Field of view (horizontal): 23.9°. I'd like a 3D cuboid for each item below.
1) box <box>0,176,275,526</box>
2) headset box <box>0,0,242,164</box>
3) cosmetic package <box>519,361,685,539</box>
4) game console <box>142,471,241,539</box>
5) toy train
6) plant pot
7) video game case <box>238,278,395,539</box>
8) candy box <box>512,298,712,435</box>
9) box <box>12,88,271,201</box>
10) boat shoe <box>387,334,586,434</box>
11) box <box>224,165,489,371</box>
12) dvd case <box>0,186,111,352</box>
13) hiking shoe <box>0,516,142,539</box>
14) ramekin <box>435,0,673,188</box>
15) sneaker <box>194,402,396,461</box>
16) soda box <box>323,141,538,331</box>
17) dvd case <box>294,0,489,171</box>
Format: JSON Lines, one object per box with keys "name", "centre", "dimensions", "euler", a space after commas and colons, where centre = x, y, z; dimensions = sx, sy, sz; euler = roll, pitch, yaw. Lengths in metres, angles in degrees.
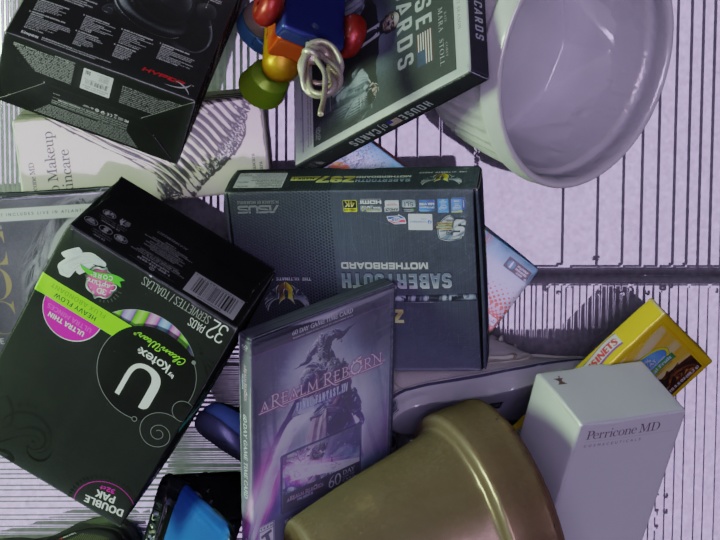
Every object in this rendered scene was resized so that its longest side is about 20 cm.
{"name": "box", "centre": [-0.183, 0.061, 1.298], "dimensions": [0.148, 0.124, 0.200], "euler": [32, 113, -1]}
{"name": "headset box", "centre": [-0.176, -0.197, 1.314], "dimensions": [0.148, 0.200, 0.077], "euler": [19, 138, -5]}
{"name": "cosmetic package", "centre": [0.177, 0.176, 1.359], "dimensions": [0.101, 0.071, 0.200], "euler": [-5, 124, -25]}
{"name": "game console", "centre": [-0.125, 0.272, 1.346], "dimensions": [0.118, 0.171, 0.201], "euler": [21, 96, 29]}
{"name": "toy train", "centre": [-0.056, -0.161, 1.282], "dimensions": [0.084, 0.116, 0.200], "euler": [18, 50, -21]}
{"name": "plant pot", "centre": [0.039, 0.214, 1.291], "dimensions": [0.174, 0.200, 0.201], "euler": [-15, 97, -17]}
{"name": "video game case", "centre": [-0.032, 0.117, 1.302], "dimensions": [0.143, 0.019, 0.201], "euler": [-20, 123, -37]}
{"name": "candy box", "centre": [0.190, 0.117, 1.393], "dimensions": [0.200, 0.026, 0.102], "euler": [-44, 135, 7]}
{"name": "box", "centre": [-0.173, -0.097, 1.368], "dimensions": [0.199, 0.068, 0.082], "euler": [-7, 103, -2]}
{"name": "boat shoe", "centre": [0.109, 0.084, 1.400], "dimensions": [0.199, 0.071, 0.070], "euler": [-8, 58, -16]}
{"name": "box", "centre": [0.000, 0.000, 1.336], "dimensions": [0.199, 0.051, 0.158], "euler": [1, 116, 9]}
{"name": "dvd case", "centre": [-0.262, 0.029, 1.372], "dimensions": [0.148, 0.016, 0.201], "euler": [-3, 117, -1]}
{"name": "hiking shoe", "centre": [-0.277, 0.256, 1.388], "dimensions": [0.199, 0.101, 0.076], "euler": [-22, 95, 0]}
{"name": "ramekin", "centre": [0.140, -0.174, 1.318], "dimensions": [0.200, 0.105, 0.201], "euler": [-19, 121, -37]}
{"name": "sneaker", "centre": [-0.049, 0.132, 1.371], "dimensions": [0.200, 0.074, 0.082], "euler": [25, 90, -42]}
{"name": "soda box", "centre": [0.045, -0.037, 1.388], "dimensions": [0.200, 0.064, 0.068], "euler": [37, 94, -6]}
{"name": "dvd case", "centre": [0.019, -0.177, 1.297], "dimensions": [0.025, 0.200, 0.151], "euler": [16, 62, -37]}
